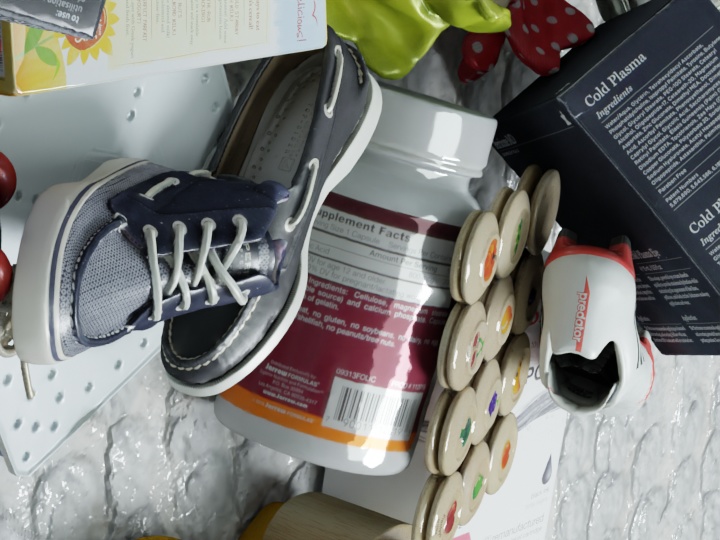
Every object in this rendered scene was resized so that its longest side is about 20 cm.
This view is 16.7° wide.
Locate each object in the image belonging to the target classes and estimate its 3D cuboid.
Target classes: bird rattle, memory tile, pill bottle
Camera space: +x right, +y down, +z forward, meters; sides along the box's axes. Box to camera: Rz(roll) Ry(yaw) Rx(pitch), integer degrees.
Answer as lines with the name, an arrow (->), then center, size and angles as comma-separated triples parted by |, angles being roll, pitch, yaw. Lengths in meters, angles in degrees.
bird rattle -> 0.064, -0.182, 1.342 | 0.200, 0.113, 0.163 | -13, 101, -55
memory tile -> 0.071, 0.049, 1.356 | 0.153, 0.017, 0.200 | -36, 136, -64
pill bottle -> 0.000, 0.000, 1.330 | 0.114, 0.114, 0.200 | 8, 100, -56

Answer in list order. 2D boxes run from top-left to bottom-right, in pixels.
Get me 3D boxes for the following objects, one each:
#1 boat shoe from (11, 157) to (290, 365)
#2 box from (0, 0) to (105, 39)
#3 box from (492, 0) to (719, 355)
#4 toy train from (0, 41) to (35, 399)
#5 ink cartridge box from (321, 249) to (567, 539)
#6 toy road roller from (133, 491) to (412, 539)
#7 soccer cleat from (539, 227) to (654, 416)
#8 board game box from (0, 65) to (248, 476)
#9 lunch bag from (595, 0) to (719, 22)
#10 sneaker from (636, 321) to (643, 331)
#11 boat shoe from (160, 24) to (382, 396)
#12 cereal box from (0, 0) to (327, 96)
boat shoe -> -0.089, -0.007, 1.105 | 0.200, 0.093, 0.075 | -62, 155, -69
box -> -0.191, -0.179, 0.941 | 0.200, 0.115, 0.132 | 13, 97, -45
box -> 0.181, -0.052, 1.393 | 0.104, 0.200, 0.182 | -42, 96, -9
toy train -> -0.205, -0.014, 1.048 | 0.085, 0.116, 0.200 | -97, -174, -52
ink cartridge box -> 0.055, 0.089, 1.481 | 0.146, 0.083, 0.200 | -14, 118, -50
toy road roller -> -0.061, 0.186, 1.344 | 0.200, 0.123, 0.146 | -50, 131, -25
soccer cleat -> 0.131, 0.052, 1.400 | 0.200, 0.069, 0.085 | 76, 24, -62
board game box -> -0.135, -0.032, 1.202 | 0.200, 0.026, 0.200 | -45, 139, -31
lunch bag -> 0.175, -0.244, 1.429 | 0.168, 0.139, 0.200 | -55, 146, -10
sneaker -> 0.193, -0.060, 1.623 | 0.086, 0.078, 0.200 | -34, 141, -57
boat shoe -> -0.052, -0.034, 1.230 | 0.200, 0.074, 0.060 | -61, 146, -17
cereal box -> -0.097, -0.164, 1.139 | 0.200, 0.039, 0.144 | -14, 107, -46
